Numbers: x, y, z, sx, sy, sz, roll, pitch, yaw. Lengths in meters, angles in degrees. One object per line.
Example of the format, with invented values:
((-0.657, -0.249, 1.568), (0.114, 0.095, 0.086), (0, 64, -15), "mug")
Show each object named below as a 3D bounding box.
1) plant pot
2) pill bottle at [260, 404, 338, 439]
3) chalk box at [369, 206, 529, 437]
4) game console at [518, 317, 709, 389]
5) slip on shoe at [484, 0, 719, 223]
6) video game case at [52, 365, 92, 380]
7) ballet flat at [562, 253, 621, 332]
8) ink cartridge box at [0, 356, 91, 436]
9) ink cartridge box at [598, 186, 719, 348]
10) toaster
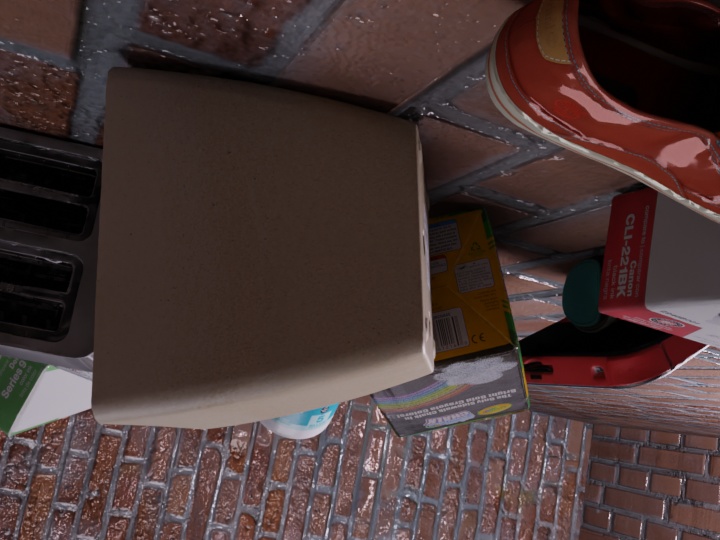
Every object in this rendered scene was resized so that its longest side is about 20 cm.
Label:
((-0.043, -0.003, 0.531), (0.175, 0.202, 0.200), (-2, 168, 7), "plant pot")
((-0.057, 0.100, 0.990), (0.110, 0.111, 0.201), (13, 127, -15), "pill bottle")
((0.069, 0.057, 0.701), (0.123, 0.125, 0.200), (-13, 152, 7), "chalk box")
((0.235, 0.055, 0.729), (0.176, 0.031, 0.200), (-21, -176, -25), "game console")
((0.149, -0.062, 0.327), (0.198, 0.075, 0.061), (18, 166, -10), "slip on shoe")
((-0.298, 0.010, 0.830), (0.181, 0.201, 0.023), (22, 126, -6), "video game case")
((0.219, 0.015, 0.672), (0.063, 0.068, 0.200), (6, 169, -1), "ballet flat")
((-0.370, 0.065, 0.852), (0.199, 0.088, 0.145), (33, -170, 12), "ink cartridge box")
((0.260, -0.004, 0.475), (0.143, 0.085, 0.200), (16, 168, -21), "ink cartridge box")
((-0.272, -0.012, 0.705), (0.198, 0.183, 0.119), (12, 168, -8), "toaster")
